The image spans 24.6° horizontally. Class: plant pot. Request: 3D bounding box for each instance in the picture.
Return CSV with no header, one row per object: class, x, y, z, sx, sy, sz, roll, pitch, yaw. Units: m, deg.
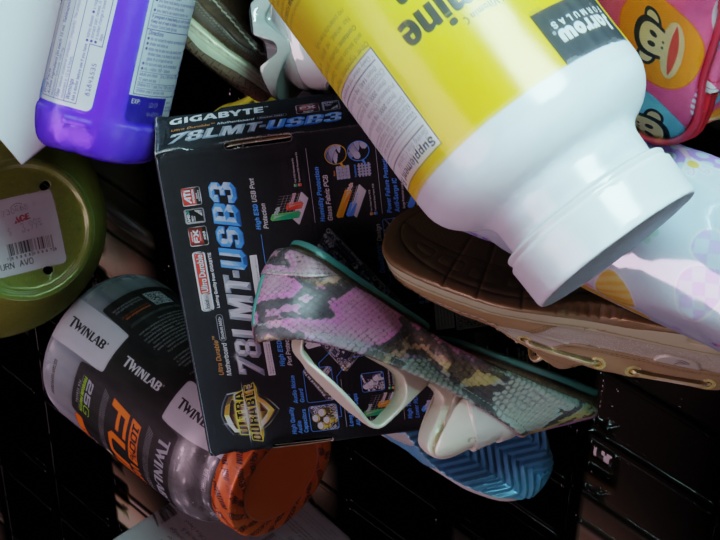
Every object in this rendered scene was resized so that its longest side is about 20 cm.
plant pot,-0.250,-0.033,1.144,0.200,0.187,0.187,11,124,67

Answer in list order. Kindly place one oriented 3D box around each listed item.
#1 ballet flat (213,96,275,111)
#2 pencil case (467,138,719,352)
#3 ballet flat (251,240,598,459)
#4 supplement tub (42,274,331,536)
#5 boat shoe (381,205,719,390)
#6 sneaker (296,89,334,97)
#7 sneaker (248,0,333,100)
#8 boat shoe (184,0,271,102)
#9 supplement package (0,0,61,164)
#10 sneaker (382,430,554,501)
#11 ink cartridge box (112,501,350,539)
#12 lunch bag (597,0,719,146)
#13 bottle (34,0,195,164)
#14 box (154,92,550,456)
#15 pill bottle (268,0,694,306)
ballet flat,-0.082,-0.074,1.049,0.067,0.067,0.200,59,146,1
pencil case,0.132,-0.028,0.769,0.200,0.091,0.083,25,177,25
ballet flat,0.030,0.055,0.863,0.200,0.071,0.069,26,172,-19
supplement tub,-0.123,0.096,1.176,0.200,0.122,0.123,32,137,35
boat shoe,0.106,0.019,0.834,0.200,0.074,0.066,15,140,17
sneaker,-0.002,-0.064,0.961,0.076,0.114,0.199,46,115,19
sneaker,-0.018,-0.196,0.886,0.088,0.074,0.200,-11,88,19
boat shoe,-0.099,-0.187,0.978,0.075,0.075,0.202,-46,65,10
supplement package,-0.198,-0.152,1.008,0.110,0.114,0.200,51,180,-16
sneaker,0.034,0.074,1.015,0.200,0.077,0.081,34,169,20
ink cartridge box,-0.118,0.232,1.199,0.116,0.200,0.067,38,141,29
lunch bag,0.119,-0.173,0.719,0.176,0.082,0.200,42,143,31
bottle,-0.119,-0.158,0.873,0.065,0.084,0.200,15,99,8
box,0.000,0.000,0.901,0.050,0.198,0.200,-98,0,-60
pill bottle,0.049,-0.088,0.701,0.200,0.112,0.112,54,145,9
